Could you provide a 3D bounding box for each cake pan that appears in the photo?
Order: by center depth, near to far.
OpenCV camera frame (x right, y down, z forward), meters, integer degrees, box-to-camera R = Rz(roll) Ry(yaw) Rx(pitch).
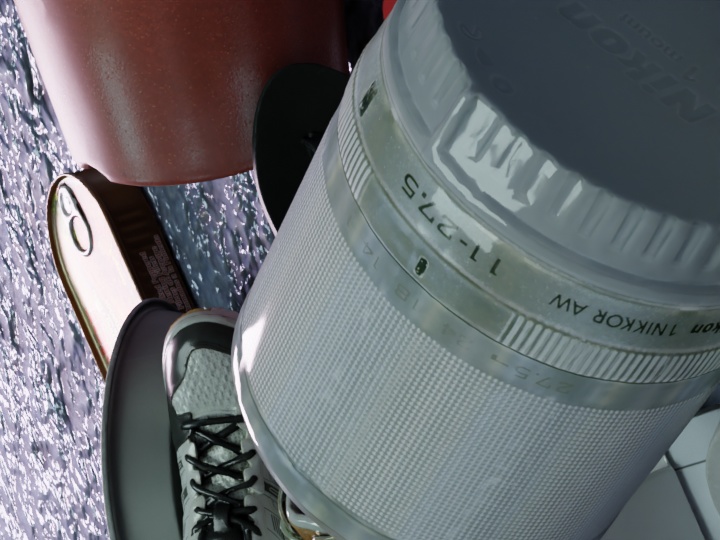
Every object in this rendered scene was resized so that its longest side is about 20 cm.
[{"bbox_3d":[-0.096,0.115,1.082,0.036,0.200,0.202,-6,105,14],"label":"cake pan"}]

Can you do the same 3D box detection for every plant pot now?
[{"bbox_3d":[-0.091,-0.160,0.906,0.200,0.200,0.197,28,138,49],"label":"plant pot"}]

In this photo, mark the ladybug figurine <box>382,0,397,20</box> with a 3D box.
[{"bbox_3d":[0.068,-0.127,0.724,0.200,0.071,0.137,-43,43,48],"label":"ladybug figurine"}]

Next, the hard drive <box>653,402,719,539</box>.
[{"bbox_3d":[0.170,0.158,0.799,0.132,0.027,0.201,-31,80,59],"label":"hard drive"}]

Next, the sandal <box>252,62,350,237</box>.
[{"bbox_3d":[0.000,0.000,0.852,0.045,0.074,0.202,144,115,-77],"label":"sandal"}]

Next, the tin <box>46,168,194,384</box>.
[{"bbox_3d":[-0.150,0.026,1.234,0.112,0.042,0.201,-39,73,54],"label":"tin"}]

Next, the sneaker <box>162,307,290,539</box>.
[{"bbox_3d":[-0.061,0.120,0.981,0.088,0.075,0.202,-72,-28,-66],"label":"sneaker"}]

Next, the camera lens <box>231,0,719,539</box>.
[{"bbox_3d":[0.053,-0.001,0.647,0.160,0.159,0.201,54,138,26],"label":"camera lens"}]

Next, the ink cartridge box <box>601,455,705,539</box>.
[{"bbox_3d":[0.106,0.161,0.813,0.117,0.067,0.201,-39,72,59],"label":"ink cartridge box"}]

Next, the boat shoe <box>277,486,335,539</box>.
[{"bbox_3d":[-0.007,0.115,0.928,0.075,0.068,0.202,25,125,50],"label":"boat shoe"}]

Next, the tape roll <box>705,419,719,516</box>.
[{"bbox_3d":[0.205,0.081,0.581,0.201,0.037,0.203,24,155,11],"label":"tape roll"}]
